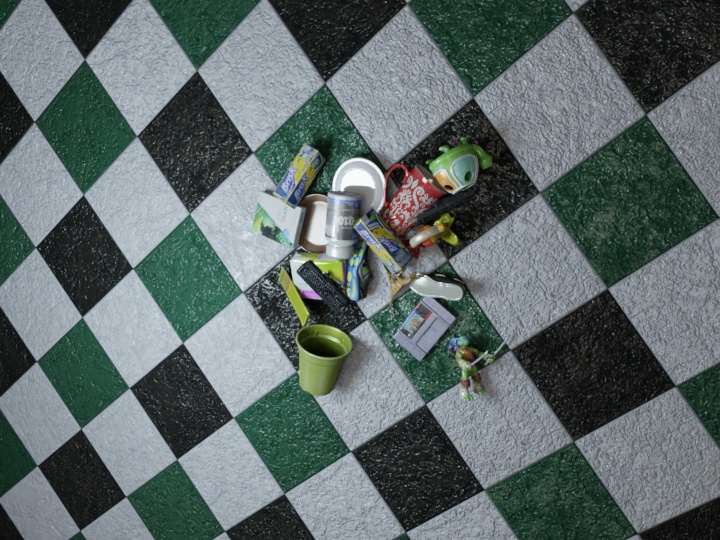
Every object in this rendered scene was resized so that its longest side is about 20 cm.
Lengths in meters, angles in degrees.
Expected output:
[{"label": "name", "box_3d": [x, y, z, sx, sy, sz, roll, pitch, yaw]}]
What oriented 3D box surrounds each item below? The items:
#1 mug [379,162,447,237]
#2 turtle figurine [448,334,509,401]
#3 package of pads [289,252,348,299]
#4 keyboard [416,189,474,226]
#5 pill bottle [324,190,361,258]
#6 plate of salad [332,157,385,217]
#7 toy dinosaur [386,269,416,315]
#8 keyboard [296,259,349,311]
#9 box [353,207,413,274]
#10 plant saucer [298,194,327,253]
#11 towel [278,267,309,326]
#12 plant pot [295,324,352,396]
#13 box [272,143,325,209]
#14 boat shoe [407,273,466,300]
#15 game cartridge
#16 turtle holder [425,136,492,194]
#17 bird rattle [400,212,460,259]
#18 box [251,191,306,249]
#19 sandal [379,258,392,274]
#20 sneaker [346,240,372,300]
[{"label": "mug", "box_3d": [0.149, -0.230, 1.650, 0.178, 0.132, 0.201, 50, 114, 22]}, {"label": "turtle figurine", "box_3d": [0.375, 0.313, 1.658, 0.195, 0.144, 0.199, -1, 103, 20]}, {"label": "package of pads", "box_3d": [-0.139, 0.018, 1.783, 0.195, 0.068, 0.158, 1, 115, 15]}, {"label": "keyboard", "box_3d": [0.260, -0.195, 1.585, 0.197, 0.127, 0.021, -27, 73, -2]}, {"label": "pill bottle", "box_3d": [-0.059, -0.149, 1.684, 0.111, 0.114, 0.205, 9, 106, 15]}, {"label": "plate of salad", "box_3d": [-0.001, -0.270, 1.719, 0.196, 0.048, 0.205, 7, 108, 23]}, {"label": "toy dinosaur", "box_3d": [0.119, 0.054, 1.723, 0.059, 0.108, 0.201, 5, 145, -21]}, {"label": "keyboard", "box_3d": [-0.125, 0.051, 1.731, 0.200, 0.040, 0.104, 44, 121, -6]}, {"label": "box", "box_3d": [0.071, -0.091, 1.619, 0.064, 0.070, 0.201, -41, 93, -24]}, {"label": "plant saucer", "box_3d": [-0.145, -0.160, 1.787, 0.195, 0.037, 0.206, 3, 100, 16]}, {"label": "towel", "box_3d": [-0.234, 0.091, 1.807, 0.202, 0.018, 0.087, 59, 152, 22]}, {"label": "plant pot", "box_3d": [-0.137, 0.321, 1.801, 0.196, 0.201, 0.188, 17, 116, 13]}, {"label": "box", "box_3d": [-0.203, -0.312, 1.724, 0.069, 0.064, 0.202, 32, 89, 28]}, {"label": "boat shoe", "box_3d": [0.250, 0.046, 1.691, 0.196, 0.060, 0.076, 9, 112, 30]}, {"label": "game cartridge", "box_3d": [0.213, 0.190, 1.743, 0.129, 0.038, 0.201, 38, 107, 3]}, {"label": "turtle holder", "box_3d": [0.301, -0.313, 1.582, 0.140, 0.184, 0.134, -32, 82, 45]}, {"label": "bird rattle", "box_3d": [0.208, -0.111, 1.630, 0.196, 0.163, 0.115, -18, 83, 11]}, {"label": "box", "box_3d": [-0.286, -0.177, 1.801, 0.197, 0.036, 0.148, 24, 106, 29]}, {"label": "sandal", "box_3d": [0.074, -0.080, 1.703, 0.075, 0.047, 0.205, -29, 74, 50]}, {"label": "sneaker", "box_3d": [0.000, 0.000, 1.755, 0.070, 0.082, 0.205, 5, 91, 45]}]
